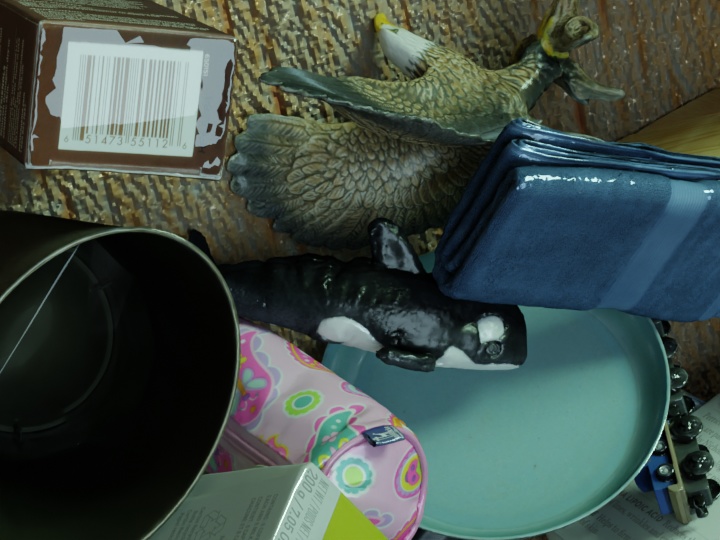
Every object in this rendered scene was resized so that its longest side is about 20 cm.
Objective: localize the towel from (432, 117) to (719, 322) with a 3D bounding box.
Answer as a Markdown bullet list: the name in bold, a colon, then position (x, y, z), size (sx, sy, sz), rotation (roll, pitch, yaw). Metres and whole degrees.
- **towel**: position (0.142, -0.023, 1.222), size (0.199, 0.049, 0.112), rotation (5, 136, -30)

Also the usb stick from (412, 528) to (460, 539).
- **usb stick**: position (0.009, 0.218, 1.347), size (0.055, 0.033, 0.200), rotation (40, 85, -32)

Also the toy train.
- **toy train**: position (0.168, 0.069, 1.296), size (0.046, 0.201, 0.034), rotation (-16, 131, 6)

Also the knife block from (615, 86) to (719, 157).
- **knife block**: position (0.223, -0.047, 1.292), size (0.199, 0.175, 0.064), rotation (-28, 111, -14)

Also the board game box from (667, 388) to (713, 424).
- **board game box**: position (0.215, 0.140, 1.397), size (0.199, 0.062, 0.201), rotation (-15, 109, -19)

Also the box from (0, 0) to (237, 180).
- **box**: position (-0.141, -0.100, 1.115), size (0.099, 0.200, 0.075), rotation (2, 104, -22)

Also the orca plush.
- **orca plush**: position (0.000, 0.000, 1.240), size (0.199, 0.105, 0.072), rotation (16, 104, 10)

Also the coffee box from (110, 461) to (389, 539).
- **coffee box**: position (-0.070, 0.239, 1.104), size (0.198, 0.199, 0.200), rotation (48, 49, -29)

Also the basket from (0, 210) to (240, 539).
- **basket**: position (-0.163, 0.044, 1.140), size (0.136, 0.200, 0.181), rotation (30, 89, -25)

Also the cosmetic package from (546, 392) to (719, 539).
- **cosmetic package**: position (0.249, 0.176, 1.295), size (0.199, 0.165, 0.165), rotation (-34, 113, -12)

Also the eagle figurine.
- **eagle figurine**: position (0.037, -0.085, 1.239), size (0.199, 0.151, 0.152), rotation (-31, 123, -24)

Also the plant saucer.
- **plant saucer**: position (0.076, 0.070, 1.270), size (0.199, 0.200, 0.027), rotation (-29, 147, -14)

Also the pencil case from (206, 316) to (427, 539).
- **pencil case**: position (-0.048, 0.084, 1.198), size (0.087, 0.200, 0.088), rotation (-17, 121, -31)

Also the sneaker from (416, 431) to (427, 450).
- **sneaker**: position (0.009, 0.187, 1.300), size (0.086, 0.075, 0.201), rotation (30, 91, 3)
